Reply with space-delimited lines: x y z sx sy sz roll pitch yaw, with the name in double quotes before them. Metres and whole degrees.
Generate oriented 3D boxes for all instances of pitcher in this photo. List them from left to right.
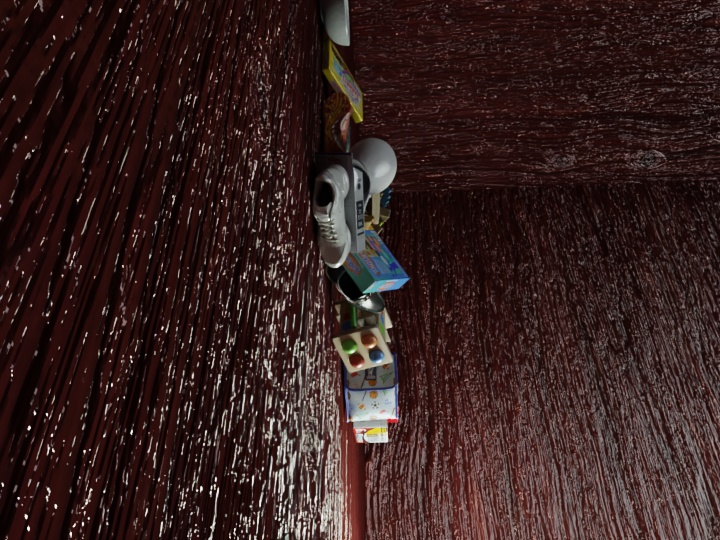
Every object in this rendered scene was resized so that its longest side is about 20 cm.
"pitcher" 0.010 -0.203 1.328 0.201 0.119 0.175 -56 155 -57

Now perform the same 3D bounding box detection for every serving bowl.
"serving bowl" -0.065 -0.650 1.404 0.200 0.064 0.205 -4 90 -87

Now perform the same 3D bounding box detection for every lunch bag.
"lunch bag" 0.030 0.345 1.755 0.124 0.166 0.205 -100 -172 -72

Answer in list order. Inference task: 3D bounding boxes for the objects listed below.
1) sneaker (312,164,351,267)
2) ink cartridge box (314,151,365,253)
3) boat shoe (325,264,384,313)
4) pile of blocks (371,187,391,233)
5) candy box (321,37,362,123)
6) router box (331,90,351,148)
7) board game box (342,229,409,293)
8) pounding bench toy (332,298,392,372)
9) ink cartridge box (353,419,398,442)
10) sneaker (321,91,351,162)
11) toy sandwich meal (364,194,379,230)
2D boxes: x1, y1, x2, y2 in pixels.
"sneaker" -0.067 -0.100 1.136 0.100 0.073 0.205 -41 132 -62
"ink cartridge box" -0.041 -0.142 1.192 0.039 0.098 0.205 -25 119 -51
"boat shoe" -0.003 0.048 1.350 0.201 0.074 0.063 44 -1 -40
"pile of blocks" 0.050 -0.185 1.626 0.062 0.080 0.205 -28 134 -82
"candy box" -0.044 -0.481 1.483 0.200 0.026 0.104 46 39 -54
"router box" -0.054 -0.364 1.590 0.149 0.050 0.205 79 11 -75
"board game box" 0.019 -0.025 1.326 0.153 0.045 0.199 54 22 16
"pounding bench toy" -0.006 0.134 1.476 0.158 0.122 0.202 -87 157 -53
"ink cartridge box" 0.062 0.589 2.220 0.201 0.171 0.086 83 5 -59
"sneaker" -0.063 -0.327 1.365 0.077 0.071 0.205 114 -15 -69
"toy sandwich meal" 0.013 -0.179 1.484 0.205 0.068 0.211 -1 90 -86
